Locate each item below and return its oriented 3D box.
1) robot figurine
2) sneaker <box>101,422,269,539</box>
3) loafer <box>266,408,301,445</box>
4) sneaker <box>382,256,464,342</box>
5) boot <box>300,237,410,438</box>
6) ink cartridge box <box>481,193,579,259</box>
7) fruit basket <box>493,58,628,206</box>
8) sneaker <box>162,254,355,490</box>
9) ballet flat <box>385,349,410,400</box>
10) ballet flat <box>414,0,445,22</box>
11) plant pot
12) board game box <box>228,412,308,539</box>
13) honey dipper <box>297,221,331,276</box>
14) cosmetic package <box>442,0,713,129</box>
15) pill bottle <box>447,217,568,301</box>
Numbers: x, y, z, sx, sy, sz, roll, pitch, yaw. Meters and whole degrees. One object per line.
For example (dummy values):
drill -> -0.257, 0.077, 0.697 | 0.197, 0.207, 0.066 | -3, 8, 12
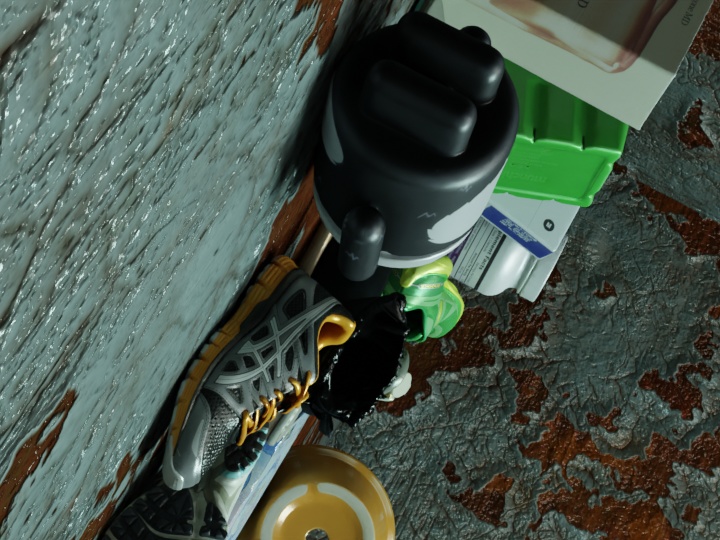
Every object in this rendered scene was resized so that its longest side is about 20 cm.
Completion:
robot figurine -> 0.035, -0.080, 0.883 | 0.150, 0.125, 0.200 | -20, 159, -17
sneaker -> -0.126, 0.180, 0.953 | 0.200, 0.078, 0.086 | -58, 177, -37
loafer -> -0.051, 0.065, 1.238 | 0.200, 0.063, 0.072 | -57, 178, -21
sneaker -> 0.051, 0.030, 1.325 | 0.084, 0.074, 0.200 | -57, 162, -10
boot -> -0.008, 0.035, 1.083 | 0.198, 0.073, 0.162 | -59, -162, -13
ink cartridge box -> 0.152, -0.146, 1.333 | 0.200, 0.199, 0.041 | -60, -167, -24
fruit basket -> 0.146, -0.179, 1.219 | 0.216, 0.215, 0.156 | -59, 174, -32
sneaker -> -0.071, 0.074, 0.933 | 0.200, 0.077, 0.078 | -57, 175, -36
ballet flat -> 0.016, 0.101, 1.293 | 0.067, 0.064, 0.200 | -59, 177, -7
ballet flat -> 0.037, -0.119, 1.068 | 0.200, 0.064, 0.067 | -64, 175, 16
plant pot -> -0.054, 0.297, 1.524 | 0.200, 0.200, 0.183 | -61, -179, -9
board game box -> -0.121, 0.217, 1.374 | 0.199, 0.043, 0.200 | -60, 176, 4
honey dipper -> -0.034, -0.020, 1.040 | 0.200, 0.038, 0.038 | -63, 175, 4
cosmetic package -> 0.163, -0.212, 1.057 | 0.103, 0.200, 0.087 | -60, 176, -24
pill bottle -> 0.108, -0.049, 1.390 | 0.113, 0.200, 0.112 | -61, 176, -8
